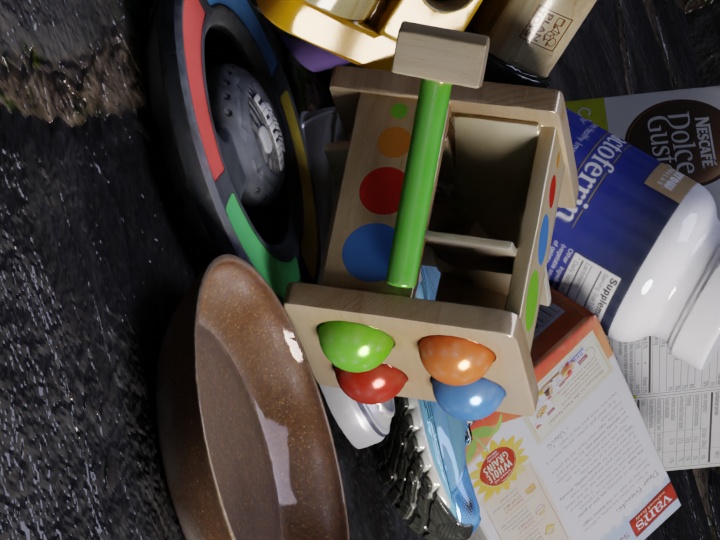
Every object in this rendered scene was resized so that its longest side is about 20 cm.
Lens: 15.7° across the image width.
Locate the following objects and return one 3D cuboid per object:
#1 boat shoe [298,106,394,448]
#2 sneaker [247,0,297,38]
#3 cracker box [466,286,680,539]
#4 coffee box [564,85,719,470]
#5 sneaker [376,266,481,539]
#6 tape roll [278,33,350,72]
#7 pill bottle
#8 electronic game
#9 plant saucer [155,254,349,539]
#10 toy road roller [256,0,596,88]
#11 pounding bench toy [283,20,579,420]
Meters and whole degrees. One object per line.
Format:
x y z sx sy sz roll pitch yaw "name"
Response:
0.000 0.000 1.507 0.072 0.066 0.200 37 40 -67 "boat shoe"
-0.009 -0.223 1.509 0.200 0.074 0.080 -60 161 -12 "sneaker"
0.117 0.123 1.683 0.058 0.134 0.200 34 -21 46 "cracker box"
0.189 0.011 1.855 0.200 0.198 0.200 81 5 -54 "coffee box"
0.056 0.066 1.557 0.078 0.090 0.200 112 -25 -59 "sneaker"
-0.016 -0.231 1.642 0.200 0.085 0.200 -16 90 -75 "tape roll"
0.157 -0.025 1.682 0.116 0.200 0.116 -57 170 -16 "pill bottle"
-0.063 -0.072 1.392 0.200 0.042 0.200 -14 90 -75 "electronic game"
-0.056 0.093 1.270 0.200 0.037 0.201 -14 90 -75 "plant saucer"
0.037 -0.180 1.423 0.200 0.123 0.146 21 23 -27 "toy road roller"
0.034 -0.021 1.365 0.200 0.124 0.156 69 31 -66 "pounding bench toy"
